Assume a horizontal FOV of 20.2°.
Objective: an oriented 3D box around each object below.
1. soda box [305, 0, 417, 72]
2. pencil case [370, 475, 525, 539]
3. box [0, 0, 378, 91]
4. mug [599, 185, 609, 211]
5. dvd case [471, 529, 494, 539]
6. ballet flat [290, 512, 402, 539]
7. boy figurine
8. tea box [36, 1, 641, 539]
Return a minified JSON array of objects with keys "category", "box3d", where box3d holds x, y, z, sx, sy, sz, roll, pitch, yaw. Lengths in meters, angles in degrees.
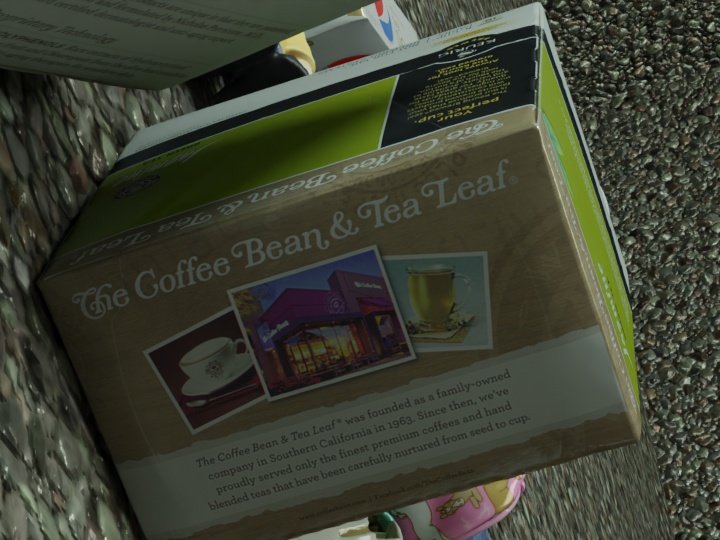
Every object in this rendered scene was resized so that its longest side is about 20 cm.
[{"category":"soda box","box3d":[-0.006,-0.159,1.384,0.200,0.063,0.069,40,34,-69]},{"category":"pencil case","box3d":[0.003,0.041,0.988,0.086,0.083,0.201,-34,95,-45]},{"category":"box","box3d":[-0.079,-0.189,0.720,0.200,0.170,0.200,-1,74,-66]},{"category":"mug","box3d":[0.101,0.034,1.470,0.176,0.146,0.201,-78,180,-53]},{"category":"dvd case","box3d":[0.098,0.256,1.389,0.143,0.017,0.201,-88,157,-60]},{"category":"ballet flat","box3d":[-0.020,0.125,0.878,0.200,0.070,0.068,9,65,-77]},{"category":"boy figurine","box3d":[-0.057,-0.150,1.123,0.125,0.064,0.200,58,19,-25]},{"category":"tea box","box3d":[0.000,0.000,0.826,0.197,0.199,0.134,-72,144,-69]}]
